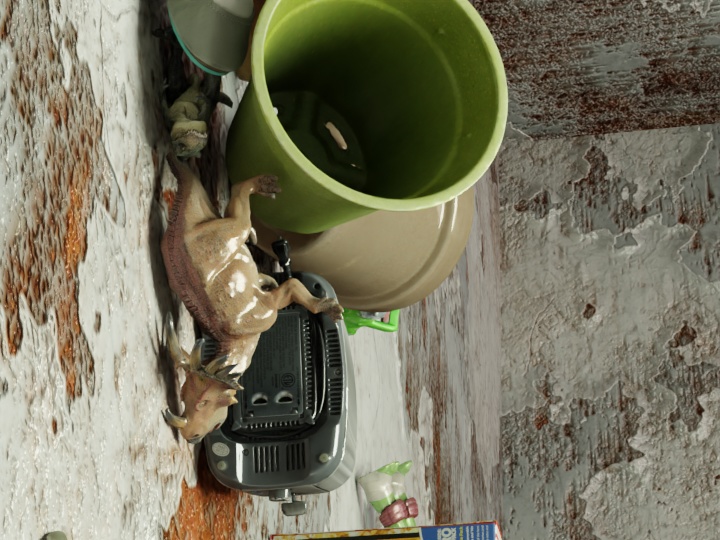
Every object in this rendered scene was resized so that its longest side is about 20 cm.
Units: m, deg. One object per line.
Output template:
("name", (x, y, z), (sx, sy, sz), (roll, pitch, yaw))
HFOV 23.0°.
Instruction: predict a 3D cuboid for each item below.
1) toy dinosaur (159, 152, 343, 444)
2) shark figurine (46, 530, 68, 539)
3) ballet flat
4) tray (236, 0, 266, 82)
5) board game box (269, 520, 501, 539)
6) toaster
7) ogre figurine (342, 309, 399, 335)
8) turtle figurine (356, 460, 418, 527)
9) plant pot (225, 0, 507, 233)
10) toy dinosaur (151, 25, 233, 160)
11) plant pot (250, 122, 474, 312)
("toy dinosaur", (-0.107, 0.010, 1.264), (0.135, 0.086, 0.201), (-26, 93, -36))
("shark figurine", (-0.121, 0.223, 0.979), (0.090, 0.214, 0.128), (-59, -150, 8))
("ballet flat", (-0.107, -0.223, 1.308), (0.064, 0.067, 0.200), (-51, -150, 29))
("tray", (-0.077, -0.229, 1.474), (0.037, 0.098, 0.200), (-53, 147, -29))
("board game box", (0.022, 0.296, 1.504), (0.046, 0.199, 0.152), (69, 19, -61))
("toaster", (-0.061, 0.087, 1.385), (0.129, 0.113, 0.201), (69, 16, -72))
("ogre figurine", (0.000, 0.000, 1.812), (0.200, 0.098, 0.120), (-15, -111, 55))
("turtle figurine", (0.087, 0.302, 1.991), (0.144, 0.200, 0.195), (-12, 74, -43))
("plant pot", (-0.020, -0.112, 1.349), (0.190, 0.199, 0.201), (145, -53, -61))
("toy dinosaur", (-0.124, -0.143, 1.331), (0.200, 0.047, 0.089), (-75, 162, -72))
("plant pot", (-0.023, -0.063, 1.549), (0.174, 0.199, 0.201), (2, 83, -62))
